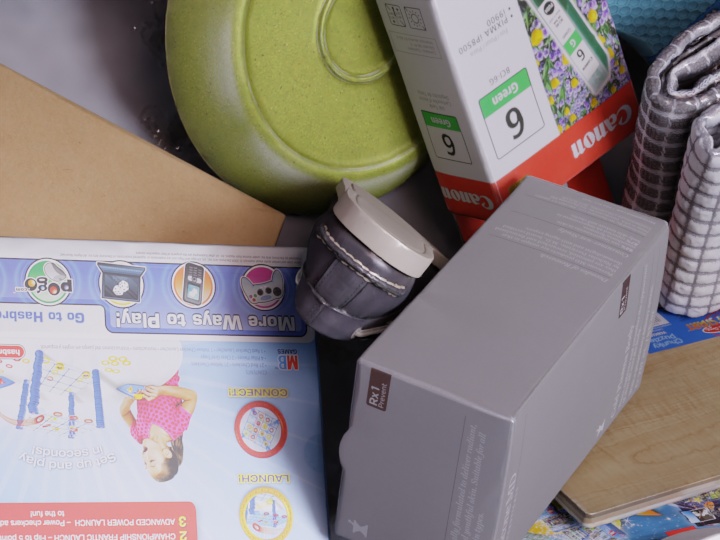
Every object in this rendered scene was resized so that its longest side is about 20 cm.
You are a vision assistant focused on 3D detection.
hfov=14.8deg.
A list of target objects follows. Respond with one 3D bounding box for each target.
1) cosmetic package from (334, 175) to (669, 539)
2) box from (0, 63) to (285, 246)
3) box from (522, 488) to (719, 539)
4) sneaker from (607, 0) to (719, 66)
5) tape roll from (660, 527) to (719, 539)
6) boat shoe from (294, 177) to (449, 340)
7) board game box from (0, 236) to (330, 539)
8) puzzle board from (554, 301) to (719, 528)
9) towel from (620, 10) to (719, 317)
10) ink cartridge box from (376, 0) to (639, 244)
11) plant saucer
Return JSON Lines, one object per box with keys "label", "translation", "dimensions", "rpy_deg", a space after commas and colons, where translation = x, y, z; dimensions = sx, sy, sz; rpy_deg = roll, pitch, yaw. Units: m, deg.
{"label": "cosmetic package", "translation": [0.069, 0.050, 1.322], "dimensions": [0.090, 0.107, 0.200], "rpy_deg": [19, 37, 16]}
{"label": "box", "translation": [-0.148, -0.001, 1.341], "dimensions": [0.199, 0.021, 0.164], "rpy_deg": [28, 65, -17]}
{"label": "box", "translation": [0.134, 0.121, 1.391], "dimensions": [0.199, 0.038, 0.137], "rpy_deg": [-8, 35, -28]}
{"label": "sneaker", "translation": [0.163, -0.172, 1.526], "dimensions": [0.200, 0.079, 0.131], "rpy_deg": [37, 24, -42]}
{"label": "tape roll", "translation": [0.179, 0.221, 1.312], "dimensions": [0.202, 0.037, 0.204], "rpy_deg": [3, 84, -28]}
{"label": "boat shoe", "translation": [0.000, 0.000, 1.343], "dimensions": [0.073, 0.200, 0.063], "rpy_deg": [38, 94, 3]}
{"label": "board game box", "translation": [-0.115, 0.087, 1.288], "dimensions": [0.199, 0.056, 0.197], "rpy_deg": [2, 76, -25]}
{"label": "puzzle board", "translation": [0.152, 0.067, 1.427], "dimensions": [0.199, 0.017, 0.151], "rpy_deg": [-13, 36, -30]}
{"label": "towel", "translation": [0.229, -0.083, 1.460], "dimensions": [0.200, 0.166, 0.086], "rpy_deg": [-31, 61, -20]}
{"label": "ink cartridge box", "translation": [0.087, -0.081, 1.421], "dimensions": [0.109, 0.050, 0.201], "rpy_deg": [-36, 120, -29]}
{"label": "plant saucer", "translation": [-0.006, -0.124, 1.394], "dimensions": [0.199, 0.031, 0.201], "rpy_deg": [-10, 107, -33]}
